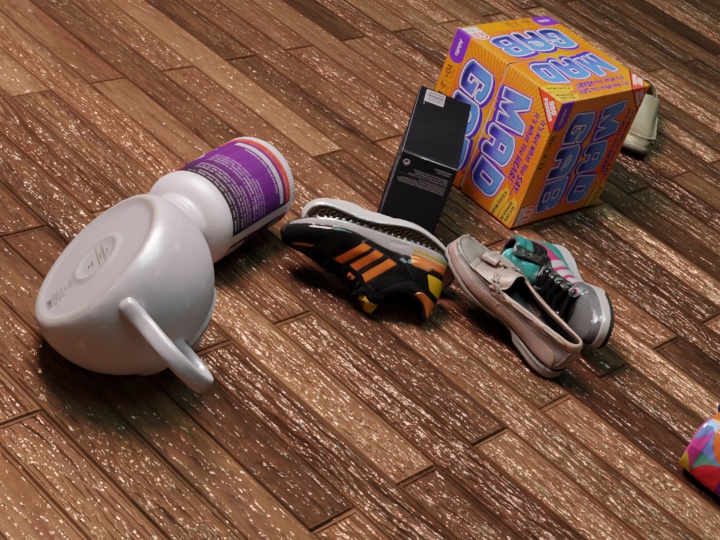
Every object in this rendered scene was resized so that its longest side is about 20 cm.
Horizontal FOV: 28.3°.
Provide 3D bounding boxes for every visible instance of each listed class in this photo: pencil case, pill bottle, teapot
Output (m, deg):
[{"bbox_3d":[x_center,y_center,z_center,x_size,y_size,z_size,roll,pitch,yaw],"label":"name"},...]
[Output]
[{"bbox_3d":[0.440,0.230,1.533,0.200,0.089,0.088,40,37,26],"label":"pencil case"},{"bbox_3d":[-0.168,-0.074,1.625,0.112,0.113,0.200,30,33,16],"label":"pill bottle"},{"bbox_3d":[-0.211,0.034,1.406,0.146,0.197,0.200,46,46,-28],"label":"teapot"}]

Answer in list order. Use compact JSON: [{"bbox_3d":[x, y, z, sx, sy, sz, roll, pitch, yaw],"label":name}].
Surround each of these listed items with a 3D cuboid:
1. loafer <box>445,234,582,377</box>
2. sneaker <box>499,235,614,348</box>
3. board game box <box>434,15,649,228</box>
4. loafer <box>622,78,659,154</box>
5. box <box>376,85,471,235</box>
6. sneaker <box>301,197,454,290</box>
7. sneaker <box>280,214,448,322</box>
[{"bbox_3d":[0.182,0.030,1.654,0.200,0.063,0.072,51,46,9],"label":"loafer"},{"bbox_3d":[0.219,0.019,1.723,0.120,0.084,0.200,11,25,-24],"label":"sneaker"},{"bbox_3d":[0.233,-0.210,1.970,0.200,0.200,0.200,-16,46,-43],"label":"board game box"},{"bbox_3d":[0.437,-0.251,2.273,0.075,0.068,0.200,19,32,-2],"label":"loafer"},{"bbox_3d":[0.077,-0.125,1.813,0.079,0.141,0.200,21,32,-3],"label":"box"},{"bbox_3d":[0.024,-0.040,1.721,0.200,0.073,0.085,26,10,-9],"label":"sneaker"},{"bbox_3d":[0.000,0.000,1.635,0.200,0.070,0.090,15,74,-11],"label":"sneaker"}]
